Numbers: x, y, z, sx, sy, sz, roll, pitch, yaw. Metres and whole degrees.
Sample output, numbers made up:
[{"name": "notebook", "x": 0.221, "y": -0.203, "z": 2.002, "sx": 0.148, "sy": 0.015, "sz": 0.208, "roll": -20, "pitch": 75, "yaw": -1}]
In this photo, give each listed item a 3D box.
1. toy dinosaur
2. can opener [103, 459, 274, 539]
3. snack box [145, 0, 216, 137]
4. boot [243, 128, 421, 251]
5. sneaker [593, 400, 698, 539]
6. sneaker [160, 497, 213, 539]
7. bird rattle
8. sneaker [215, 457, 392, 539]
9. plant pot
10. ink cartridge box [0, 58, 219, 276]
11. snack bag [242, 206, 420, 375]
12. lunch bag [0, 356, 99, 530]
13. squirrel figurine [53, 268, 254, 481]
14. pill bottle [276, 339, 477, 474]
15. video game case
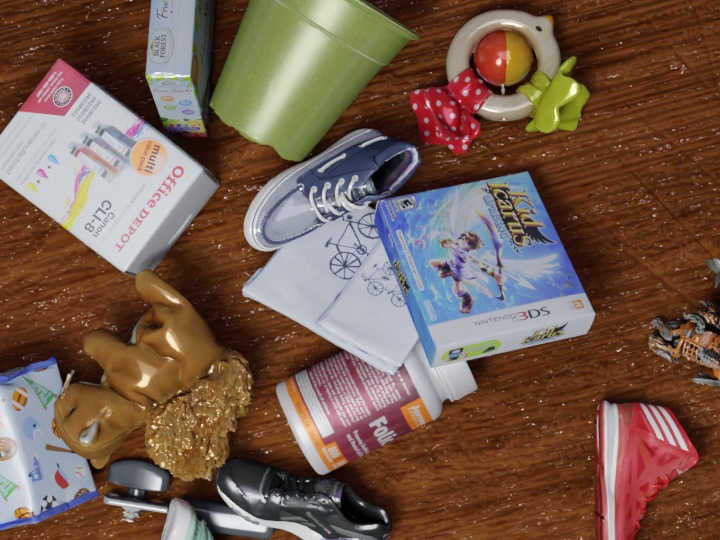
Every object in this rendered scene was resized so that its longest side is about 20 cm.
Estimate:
[{"name": "toy dinosaur", "x": 0.420, "y": 0.062, "z": 1.440, "sx": 0.200, "sy": 0.102, "sz": 0.136, "roll": 6, "pitch": 84, "yaw": 12}, {"name": "can opener", "x": -0.192, "y": 0.261, "z": 1.475, "sx": 0.200, "sy": 0.053, "sz": 0.067, "roll": 12, "pitch": 88, "yaw": 2}, {"name": "snack box", "x": -0.192, "y": -0.265, "z": 1.429, "sx": 0.053, "sy": 0.142, "sz": 0.200, "roll": 0, "pitch": 70, "yaw": 2}, {"name": "boot", "x": -0.031, "y": -0.086, "z": 1.423, "sx": 0.200, "sy": 0.090, "sz": 0.073, "roll": -41, "pitch": 121, "yaw": -18}, {"name": "sneaker", "x": 0.319, "y": 0.244, "z": 1.452, "sx": 0.115, "sy": 0.078, "sz": 0.200, "roll": -1, "pitch": 89, "yaw": 3}, {"name": "sneaker", "x": -0.157, "y": 0.305, "z": 1.412, "sx": 0.118, "sy": 0.200, "sz": 0.074, "roll": 14, "pitch": 61, "yaw": -1}, {"name": "bird rattle", "x": 0.156, "y": -0.213, "z": 1.486, "sx": 0.200, "sy": 0.113, "sz": 0.163, "roll": -2, "pitch": 76, "yaw": 14}, {"name": "sneaker", "x": -0.057, "y": 0.245, "z": 1.440, "sx": 0.200, "sy": 0.076, "sz": 0.088, "roll": 28, "pitch": 131, "yaw": -10}, {"name": "plant pot", "x": -0.069, "y": -0.230, "z": 1.443, "sx": 0.200, "sy": 0.200, "sz": 0.190, "roll": 34, "pitch": 101, "yaw": 3}, {"name": "ink cartridge box", "x": -0.279, "y": -0.107, "z": 1.448, "sx": 0.200, "sy": 0.145, "sz": 0.145, "roll": 37, "pitch": 88, "yaw": 2}, {"name": "snack bag", "x": 0.000, "y": 0.000, "z": 1.440, "sx": 0.200, "sy": 0.021, "sz": 0.189, "roll": 28, "pitch": 58, "yaw": 15}, {"name": "lunch bag", "x": -0.413, "y": 0.204, "z": 1.442, "sx": 0.200, "sy": 0.124, "sz": 0.170, "roll": -17, "pitch": 88, "yaw": 34}, {"name": "squirrel figurine", "x": -0.222, "y": 0.138, "z": 1.403, "sx": 0.200, "sy": 0.142, "sz": 0.187, "roll": 38, "pitch": 67, "yaw": 9}, {"name": "pill bottle", "x": 0.019, "y": 0.132, "z": 1.445, "sx": 0.200, "sy": 0.114, "sz": 0.114, "roll": -27, "pitch": 87, "yaw": 1}, {"name": "video game case", "x": 0.131, "y": -0.006, "z": 1.418, "sx": 0.181, "sy": 0.045, "sz": 0.200, "roll": -11, "pitch": 58, "yaw": -15}]
